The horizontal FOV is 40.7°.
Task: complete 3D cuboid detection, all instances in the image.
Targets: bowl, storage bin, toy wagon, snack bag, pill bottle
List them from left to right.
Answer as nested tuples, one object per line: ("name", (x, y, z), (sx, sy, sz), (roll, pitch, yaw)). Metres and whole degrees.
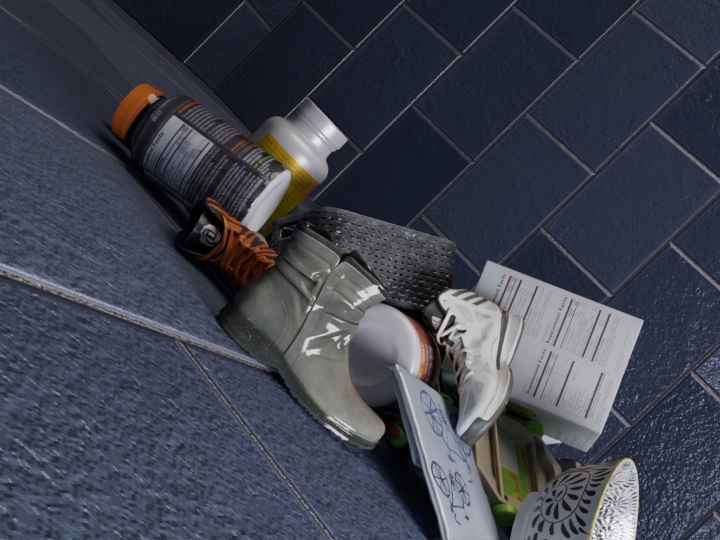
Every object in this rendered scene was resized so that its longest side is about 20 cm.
("pill bottle", (-0.187, -0.129, 1.108), (0.200, 0.106, 0.106), (37, 3, 5))
("pill bottle", (-0.112, -0.118, 1.205), (0.104, 0.200, 0.104), (46, 4, -4))
("storage bin", (0.000, 0.000, 1.149), (0.200, 0.094, 0.135), (15, -15, -32))
("pill bottle", (0.031, 0.102, 1.109), (0.112, 0.112, 0.200), (47, 4, 16))
("snack bag", (0.090, 0.205, 0.960), (0.189, 0.021, 0.200), (42, 27, -58))
("toy wagon", (0.195, 0.242, 1.124), (0.200, 0.040, 0.155), (33, 38, -28))
("bowl", (0.211, 0.280, 0.992), (0.094, 0.201, 0.201), (10, -16, 29))

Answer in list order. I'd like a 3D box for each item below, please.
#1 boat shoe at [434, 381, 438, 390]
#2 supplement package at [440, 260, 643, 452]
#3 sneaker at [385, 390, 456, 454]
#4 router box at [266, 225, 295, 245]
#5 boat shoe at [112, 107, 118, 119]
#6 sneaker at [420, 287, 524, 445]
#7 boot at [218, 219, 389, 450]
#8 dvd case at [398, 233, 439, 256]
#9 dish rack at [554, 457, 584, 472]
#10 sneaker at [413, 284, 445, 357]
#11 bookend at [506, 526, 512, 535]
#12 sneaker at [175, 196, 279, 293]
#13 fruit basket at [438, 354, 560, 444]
("boat shoe", (0.077, 0.162, 1.304), (0.072, 0.076, 0.200), (48, 5, 0))
("supplement package", (0.221, 0.110, 1.210), (0.200, 0.151, 0.152), (22, -15, 13))
("sneaker", (0.091, 0.190, 1.123), (0.084, 0.077, 0.200), (56, 14, 16))
("router box", (-0.115, -0.048, 1.352), (0.149, 0.051, 0.200), (58, -5, -40))
("boat shoe", (-0.241, -0.157, 1.260), (0.200, 0.065, 0.072), (11, 39, -50))
("sneaker", (0.106, 0.095, 1.060), (0.115, 0.076, 0.201), (31, 39, -5))
("boot", (-0.019, 0.059, 0.877), (0.200, 0.131, 0.068), (45, 4, -12))
("dvd case", (0.025, 0.013, 1.339), (0.018, 0.200, 0.143), (55, 3, -4))
("dish rack", (0.267, 0.318, 1.361), (0.153, 0.055, 0.200), (0, -36, 34))
("sneaker", (0.038, 0.059, 1.300), (0.200, 0.071, 0.098), (1, -56, 40))
("bookend", (0.300, 0.388, 1.189), (0.199, 0.092, 0.200), (45, 5, -23))
("sneaker", (-0.121, -0.005, 0.968), (0.112, 0.078, 0.200), (37, -2, -44))
("fruit basket", (0.207, 0.154, 1.353), (0.094, 0.199, 0.186), (71, 11, -83))
